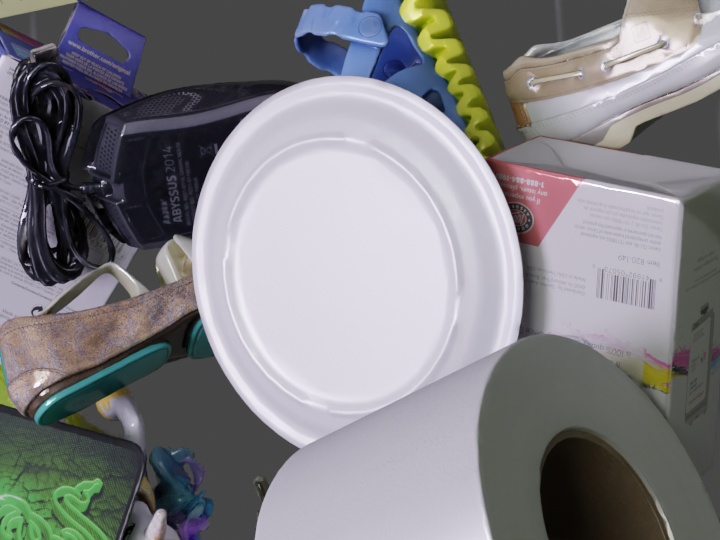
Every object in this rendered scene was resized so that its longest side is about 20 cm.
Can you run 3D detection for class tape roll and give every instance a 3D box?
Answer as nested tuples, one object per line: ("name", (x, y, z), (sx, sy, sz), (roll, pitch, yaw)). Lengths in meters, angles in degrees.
("tape roll", (0.066, 0.148, 1.132), (0.139, 0.202, 0.204), (-27, 72, 33))

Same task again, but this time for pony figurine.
("pony figurine", (-0.140, 0.165, 1.334), (0.200, 0.165, 0.194), (-128, 38, -50))

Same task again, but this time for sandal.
("sandal", (0.024, -0.088, 1.299), (0.087, 0.080, 0.201), (-23, 58, 2))

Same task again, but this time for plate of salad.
("plate of salad", (0.000, 0.000, 1.244), (0.199, 0.048, 0.202), (6, 101, 32))

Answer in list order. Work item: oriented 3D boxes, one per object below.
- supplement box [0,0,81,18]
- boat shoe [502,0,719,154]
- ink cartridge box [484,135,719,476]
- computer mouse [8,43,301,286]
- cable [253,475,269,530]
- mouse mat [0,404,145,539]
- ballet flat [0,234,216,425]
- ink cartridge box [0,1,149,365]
("supplement box", (-0.223, -0.253, 1.389), (0.198, 0.135, 0.201), (-7, 42, 29))
("boat shoe", (0.160, -0.120, 1.235), (0.199, 0.075, 0.069), (-31, 93, 23))
("ink cartridge box", (0.120, 0.043, 1.231), (0.116, 0.067, 0.202), (13, 111, 31))
("computer mouse", (-0.096, -0.067, 1.352), (0.198, 0.053, 0.140), (-4, 118, -7))
("cable", (-0.005, 0.205, 1.330), (0.096, 0.050, 0.202), (-6, 93, 15))
("mouse mat", (-0.196, 0.155, 1.302), (0.199, 0.008, 0.162), (10, 79, 48))
("ballet flat", (-0.108, 0.019, 1.320), (0.068, 0.199, 0.068), (59, 146, 18))
("ink cartridge box", (-0.187, -0.052, 1.389), (0.201, 0.136, 0.076), (-57, 31, 12))
